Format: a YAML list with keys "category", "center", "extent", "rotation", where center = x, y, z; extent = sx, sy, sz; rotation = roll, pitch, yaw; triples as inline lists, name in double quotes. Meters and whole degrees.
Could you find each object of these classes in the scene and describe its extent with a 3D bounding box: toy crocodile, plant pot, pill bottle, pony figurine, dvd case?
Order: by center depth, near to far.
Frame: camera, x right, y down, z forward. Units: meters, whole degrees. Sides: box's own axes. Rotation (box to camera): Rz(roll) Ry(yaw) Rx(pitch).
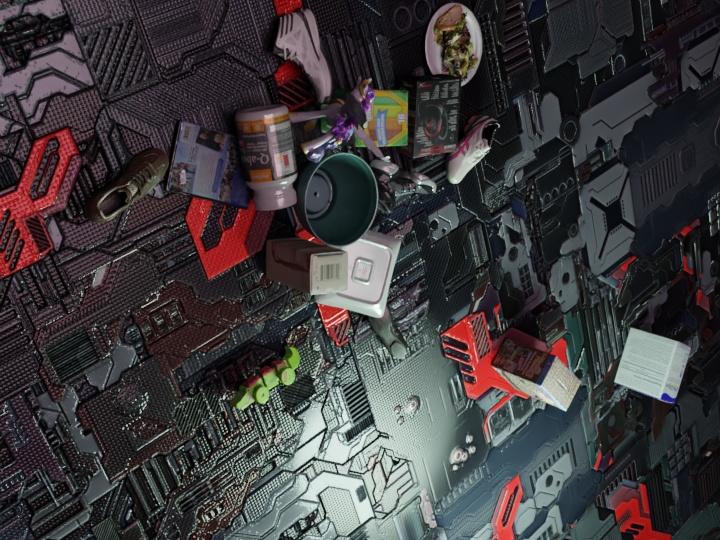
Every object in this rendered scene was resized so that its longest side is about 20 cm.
- category: "pony figurine"
  center: [-0.037, -0.306, 1.592]
  extent: [0.196, 0.196, 0.168]
  rotation: [-27, 145, 1]
- category: "pill bottle"
  center: [-0.193, -0.237, 1.604]
  extent: [0.114, 0.115, 0.206]
  rotation: [-18, 110, -32]
- category: "dvd case"
  center: [-0.307, -0.218, 1.604]
  extent: [0.196, 0.017, 0.147]
  rotation: [11, 94, -39]
- category: "plant pot"
  center: [-0.075, -0.166, 1.718]
  extent: [0.196, 0.133, 0.207]
  rotation: [-10, 107, -34]
- category: "toy crocodile"
  center: [-0.216, 0.248, 1.748]
  extent: [0.198, 0.067, 0.063]
  rotation: [-34, 113, -29]

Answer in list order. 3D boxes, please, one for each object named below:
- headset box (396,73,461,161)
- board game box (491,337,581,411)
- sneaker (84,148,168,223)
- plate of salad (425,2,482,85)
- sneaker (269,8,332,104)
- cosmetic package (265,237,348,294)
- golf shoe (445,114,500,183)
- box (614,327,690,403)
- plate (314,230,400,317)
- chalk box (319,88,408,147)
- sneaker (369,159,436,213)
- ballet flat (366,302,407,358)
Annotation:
- category: "headset box"
  center: [0.167, -0.371, 1.882]
  extent: [0.146, 0.074, 0.206]
  rotation: [-14, 116, -33]
- category: "board game box"
  center: [0.508, 0.300, 2.222]
  extent: [0.159, 0.198, 0.098]
  rotation: [41, 76, -34]
- category: "sneaker"
  center: [-0.440, -0.158, 1.481]
  extent: [0.200, 0.075, 0.071]
  rotation: [-46, 123, -19]
- category: "plate of salad"
  center: [0.242, -0.565, 1.924]
  extent: [0.196, 0.048, 0.206]
  rotation: [-9, 105, -36]
- category: "sneaker"
  center: [-0.135, -0.450, 1.648]
  extent: [0.113, 0.075, 0.206]
  rotation: [-18, 94, -21]
- category: "cosmetic package"
  center: [-0.120, -0.013, 1.678]
  extent: [0.101, 0.198, 0.090]
  rotation: [-7, 104, -36]
- category: "golf shoe"
  center: [0.290, -0.316, 1.989]
  extent: [0.072, 0.091, 0.203]
  rotation: [34, 81, -38]
- category: "box"
  center: [0.993, 0.321, 2.605]
  extent: [0.103, 0.182, 0.205]
  rotation: [18, 90, -39]
- category: "plate"
  center: [0.000, 0.000, 1.855]
  extent: [0.196, 0.032, 0.205]
  rotation: [14, 91, -27]
- category: "chalk box"
  center: [-0.002, -0.347, 1.739]
  extent: [0.196, 0.123, 0.128]
  rotation: [-10, 106, -35]
- category: "sneaker"
  center: [0.095, -0.193, 1.882]
  extent: [0.196, 0.075, 0.117]
  rotation: [15, 92, -32]
- category: "ballet flat"
  center: [0.060, 0.139, 1.953]
  extent: [0.065, 0.057, 0.203]
  rotation: [-28, 112, -3]
